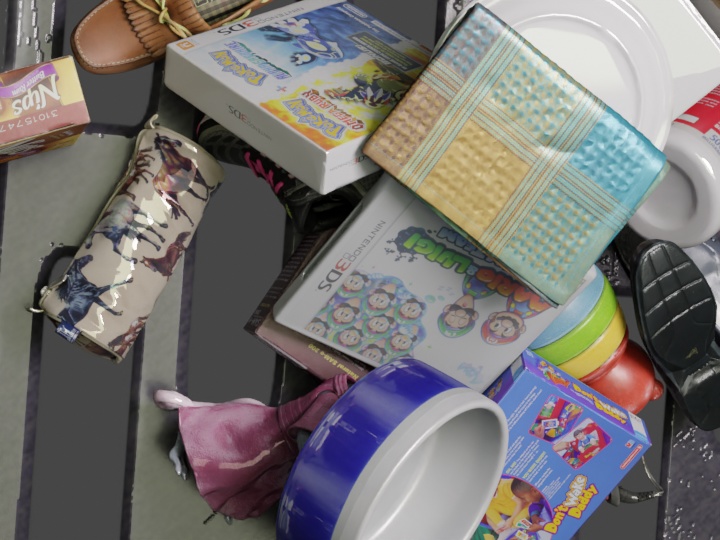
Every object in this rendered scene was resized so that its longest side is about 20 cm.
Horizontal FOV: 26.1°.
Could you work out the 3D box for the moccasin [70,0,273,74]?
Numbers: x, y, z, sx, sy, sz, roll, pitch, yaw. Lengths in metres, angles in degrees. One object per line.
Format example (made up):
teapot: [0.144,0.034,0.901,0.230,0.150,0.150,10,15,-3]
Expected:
moccasin: [-0.147,-0.220,1.304,0.201,0.078,0.074,-20,95,-13]

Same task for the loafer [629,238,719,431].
loafer: [0.273,0.051,1.366,0.073,0.072,0.200,-28,120,-7]

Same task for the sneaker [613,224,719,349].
sneaker: [0.329,-0.023,1.430,0.146,0.077,0.202,-38,91,-19]

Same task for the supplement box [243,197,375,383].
supplement box: [0.000,0.000,1.352,0.109,0.061,0.200,36,82,-13]

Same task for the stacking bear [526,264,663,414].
stacking bear: [0.188,0.052,1.376,0.121,0.114,0.200,-32,113,22]

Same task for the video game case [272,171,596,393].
video game case: [0.060,0.018,1.270,0.200,0.024,0.182,26,125,-23]

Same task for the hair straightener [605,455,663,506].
hair straightener: [0.192,0.160,1.412,0.200,0.041,0.077,21,86,-13]

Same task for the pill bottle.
pill bottle: [0.313,-0.109,1.372,0.200,0.112,0.112,-37,100,-41]

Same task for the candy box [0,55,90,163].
candy box: [-0.278,-0.117,1.210,0.117,0.200,0.056,-17,95,-14]

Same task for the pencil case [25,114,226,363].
pencil case: [-0.191,-0.026,1.296,0.089,0.078,0.200,32,83,-27]

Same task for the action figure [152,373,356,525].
action figure: [-0.050,0.133,1.309,0.200,0.134,0.149,-29,72,12]

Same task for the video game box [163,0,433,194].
video game box: [-0.028,-0.150,1.256,0.182,0.200,0.047,-28,138,-35]

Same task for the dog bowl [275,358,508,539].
dog bowl: [0.027,0.173,1.235,0.079,0.200,0.200,30,81,31]

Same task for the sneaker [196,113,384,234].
sneaker: [-0.054,-0.078,1.295,0.200,0.074,0.087,17,71,16]

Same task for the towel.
towel: [0.119,-0.086,1.174,0.200,0.022,0.147,37,96,-13]

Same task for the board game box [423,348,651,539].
board game box: [0.137,0.180,1.353,0.134,0.045,0.200,32,110,-13]

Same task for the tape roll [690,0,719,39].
tape roll: [0.377,-0.298,1.371,0.139,0.203,0.203,-25,97,-12]

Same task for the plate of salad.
plate of salad: [0.143,-0.129,1.201,0.200,0.048,0.200,-2,104,-8]

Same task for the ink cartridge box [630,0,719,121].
ink cartridge box: [0.201,-0.189,1.313,0.147,0.200,0.145,-39,98,9]
